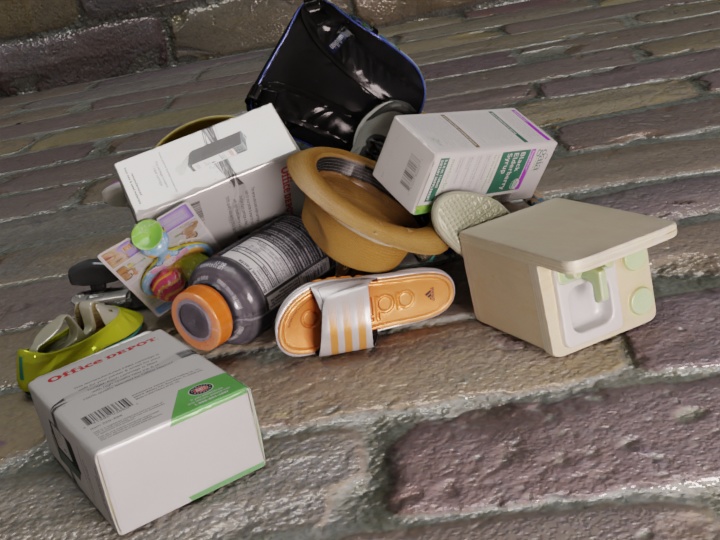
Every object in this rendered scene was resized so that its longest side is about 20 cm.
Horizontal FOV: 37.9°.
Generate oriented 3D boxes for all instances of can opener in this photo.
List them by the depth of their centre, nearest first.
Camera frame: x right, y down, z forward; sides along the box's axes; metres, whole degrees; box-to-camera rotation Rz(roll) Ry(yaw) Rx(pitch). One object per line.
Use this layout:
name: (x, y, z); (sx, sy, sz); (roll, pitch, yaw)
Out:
can opener: (-0.281, 0.015, 1.357); (0.200, 0.067, 0.053); (-5, 20, 2)

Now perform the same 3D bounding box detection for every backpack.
backpack: (-0.025, -0.228, 1.343); (0.200, 0.183, 0.147); (29, 2, -8)

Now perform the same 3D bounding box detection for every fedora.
fedora: (0.000, -0.057, 1.156); (0.201, 0.082, 0.201); (23, 27, -12)

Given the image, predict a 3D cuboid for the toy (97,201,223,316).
toy: (-0.213, 0.003, 1.219); (0.115, 0.200, 0.047); (-33, 64, -4)

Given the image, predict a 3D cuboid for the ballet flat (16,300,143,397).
ballet flat: (-0.323, 0.073, 1.216); (0.067, 0.067, 0.200); (0, 24, 29)

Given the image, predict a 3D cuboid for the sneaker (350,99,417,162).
sneaker: (0.008, -0.112, 1.260); (0.074, 0.200, 0.079); (29, 18, -16)

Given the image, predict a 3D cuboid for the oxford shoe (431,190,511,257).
oxford shoe: (0.150, -0.036, 1.164); (0.200, 0.075, 0.058); (17, -2, -35)

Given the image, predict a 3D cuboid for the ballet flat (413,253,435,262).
ballet flat: (0.078, -0.097, 1.262); (0.068, 0.075, 0.200); (-48, 15, 52)

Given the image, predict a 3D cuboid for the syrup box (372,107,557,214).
syrup box: (0.120, -0.126, 1.178); (0.200, 0.079, 0.081); (-9, 44, -39)

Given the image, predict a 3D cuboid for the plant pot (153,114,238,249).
plant pot: (-0.179, -0.084, 1.401); (0.200, 0.142, 0.200); (-1, 59, 2)

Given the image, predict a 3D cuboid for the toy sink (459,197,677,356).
toy sink: (0.211, 0.008, 1.051); (0.130, 0.112, 0.200); (-20, 18, -21)

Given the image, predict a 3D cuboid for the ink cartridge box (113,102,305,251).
ink cartridge box: (-0.171, -0.095, 1.238); (0.200, 0.144, 0.084); (-23, 66, -11)

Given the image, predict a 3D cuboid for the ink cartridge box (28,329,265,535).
ink cartridge box: (-0.200, 0.138, 0.964); (0.146, 0.084, 0.200); (-22, 24, -26)

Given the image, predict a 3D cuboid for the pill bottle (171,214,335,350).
pill bottle: (-0.125, 0.017, 1.205); (0.106, 0.106, 0.200); (5, 26, 36)

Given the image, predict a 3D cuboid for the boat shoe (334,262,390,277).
boat shoe: (0.000, 0.000, 1.237); (0.072, 0.068, 0.200); (-9, 21, 6)

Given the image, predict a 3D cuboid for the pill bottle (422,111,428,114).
pill bottle: (0.093, -0.145, 1.414); (0.109, 0.109, 0.200); (-26, 49, -33)

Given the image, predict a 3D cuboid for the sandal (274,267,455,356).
sandal: (0.011, 0.042, 1.111); (0.207, 0.079, 0.059); (-15, 19, -14)

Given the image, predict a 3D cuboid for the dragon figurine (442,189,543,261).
dragon figurine: (0.183, -0.050, 1.277); (0.200, 0.099, 0.059); (7, 24, 1)

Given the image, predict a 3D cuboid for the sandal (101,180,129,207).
sandal: (-0.225, -0.125, 1.298); (0.203, 0.050, 0.082); (-18, -16, -22)
